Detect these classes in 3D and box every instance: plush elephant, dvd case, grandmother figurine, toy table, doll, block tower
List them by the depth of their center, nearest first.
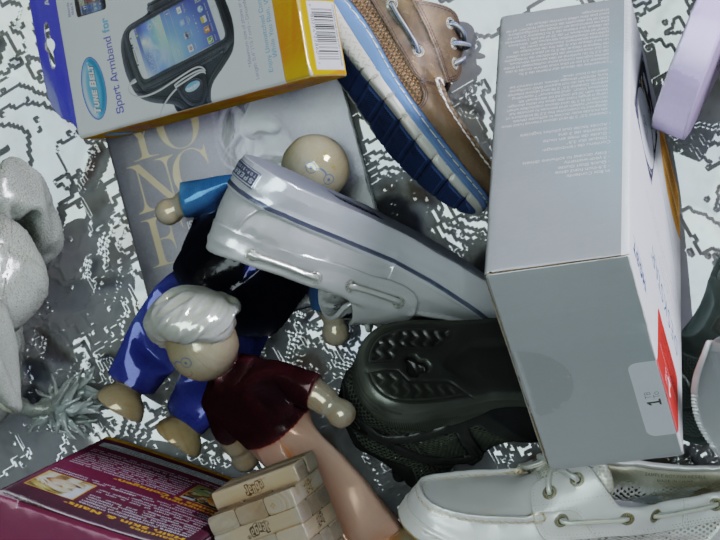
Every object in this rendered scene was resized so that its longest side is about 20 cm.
[{"bbox_3d":[-0.022,0.205,1.406,0.058,0.054,0.200,-21,92,19],"label":"block tower"},{"bbox_3d":[0.246,-0.137,1.409,0.117,0.184,0.200,21,64,8],"label":"toy table"},{"bbox_3d":[-0.047,0.089,1.451,0.121,0.061,0.200,-30,104,41],"label":"grandmother figurine"},{"bbox_3d":[-0.240,0.025,1.484,0.199,0.165,0.155,6,132,-5],"label":"plush elephant"},{"bbox_3d":[-0.067,0.009,1.500,0.136,0.048,0.200,31,99,-6],"label":"doll"},{"bbox_3d":[-0.074,-0.069,1.534,0.148,0.016,0.200,-16,87,10],"label":"dvd case"}]

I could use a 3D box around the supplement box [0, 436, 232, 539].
[{"bbox_3d":[-0.133,0.162,1.446,0.110,0.200,0.086,17,98,9],"label":"supplement box"}]

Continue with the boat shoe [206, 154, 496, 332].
[{"bbox_3d":[0.000,0.000,1.460,0.200,0.074,0.065,26,97,-26],"label":"boat shoe"}]

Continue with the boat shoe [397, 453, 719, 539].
[{"bbox_3d":[0.121,0.125,1.443,0.199,0.071,0.069,4,120,-15],"label":"boat shoe"}]

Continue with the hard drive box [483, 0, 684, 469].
[{"bbox_3d":[0.122,-0.020,1.381,0.077,0.156,0.200,-7,45,14],"label":"hard drive box"}]

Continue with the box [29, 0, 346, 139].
[{"bbox_3d":[-0.105,-0.149,1.483,0.200,0.041,0.119,-11,87,38],"label":"box"}]

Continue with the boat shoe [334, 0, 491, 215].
[{"bbox_3d":[0.025,-0.125,1.488,0.072,0.072,0.200,-38,92,-13],"label":"boat shoe"}]

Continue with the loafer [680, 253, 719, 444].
[{"bbox_3d":[0.227,0.013,1.413,0.072,0.063,0.200,43,131,10],"label":"loafer"}]

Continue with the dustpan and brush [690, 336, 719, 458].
[{"bbox_3d":[0.243,0.106,1.397,0.139,0.200,0.057,15,74,10],"label":"dustpan and brush"}]

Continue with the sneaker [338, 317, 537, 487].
[{"bbox_3d":[0.078,0.074,1.483,0.199,0.114,0.076,-2,68,-19],"label":"sneaker"}]
